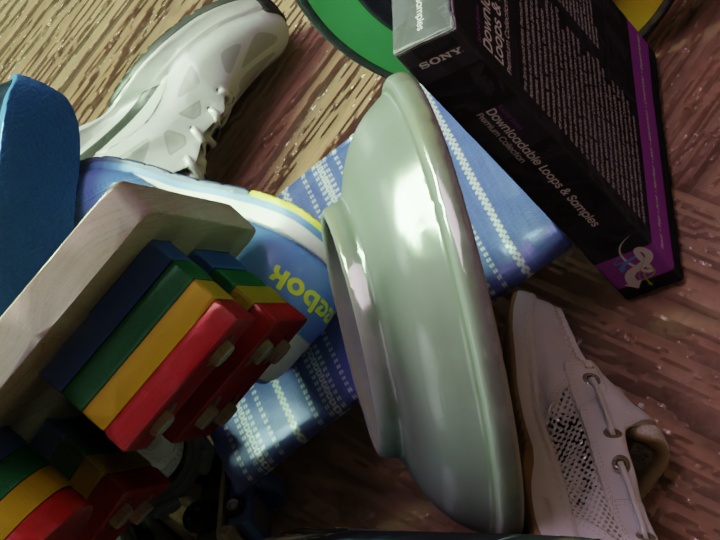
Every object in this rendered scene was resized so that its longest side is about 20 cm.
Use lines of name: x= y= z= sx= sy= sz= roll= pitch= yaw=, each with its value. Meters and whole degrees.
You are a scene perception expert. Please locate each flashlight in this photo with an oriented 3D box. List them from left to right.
flashlight: x=-0.139 y=0.055 z=1.272 sx=0.200 sy=0.068 sz=0.068 roll=37 pitch=121 yaw=56

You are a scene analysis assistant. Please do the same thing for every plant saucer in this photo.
plant saucer: x=0.019 y=0.021 z=1.066 sx=0.050 sy=0.200 sz=0.200 roll=-14 pitch=45 yaw=-4

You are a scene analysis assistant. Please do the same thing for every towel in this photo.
towel: x=0.000 y=0.000 z=1.226 sx=0.200 sy=0.024 sz=0.145 roll=-37 pitch=44 yaw=10

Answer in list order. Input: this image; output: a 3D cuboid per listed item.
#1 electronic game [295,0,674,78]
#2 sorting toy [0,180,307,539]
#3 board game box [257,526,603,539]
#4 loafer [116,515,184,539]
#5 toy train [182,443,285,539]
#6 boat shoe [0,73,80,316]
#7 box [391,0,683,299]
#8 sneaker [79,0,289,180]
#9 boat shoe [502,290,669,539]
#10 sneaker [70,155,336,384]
electronic game: x=0.059 y=-0.161 z=1.219 sx=0.200 sy=0.200 sz=0.042 roll=-23 pitch=38 yaw=23
sorting toy: x=-0.114 y=0.065 z=1.073 sx=0.070 sy=0.200 sz=0.199 roll=41 pitch=95 yaw=8
board game box: x=-0.017 y=0.128 z=1.017 sx=0.200 sy=0.135 sz=0.028 roll=-5 pitch=94 yaw=53
loafer: x=-0.145 y=0.118 z=1.261 sx=0.200 sy=0.063 sz=0.072 roll=27 pitch=77 yaw=47
toy train: x=-0.053 y=0.058 z=1.261 sx=0.046 sy=0.034 sz=0.200 roll=-10 pitch=51 yaw=19
boat shoe: x=-0.176 y=0.008 z=1.222 sx=0.069 sy=0.084 sz=0.200 roll=-17 pitch=50 yaw=43
box: x=0.078 y=-0.097 z=1.152 sx=0.036 sy=0.200 sz=0.143 roll=-22 pitch=46 yaw=24
sneaker: x=-0.089 y=-0.051 z=1.365 sx=0.200 sy=0.076 sz=0.115 roll=-43 pitch=66 yaw=-15
boat shoe: x=0.097 y=0.082 z=1.104 sx=0.069 sy=0.071 sz=0.200 roll=-2 pitch=38 yaw=-3
sneaker: x=-0.092 y=0.000 z=1.229 sx=0.200 sy=0.074 sz=0.082 roll=12 pitch=71 yaw=43
